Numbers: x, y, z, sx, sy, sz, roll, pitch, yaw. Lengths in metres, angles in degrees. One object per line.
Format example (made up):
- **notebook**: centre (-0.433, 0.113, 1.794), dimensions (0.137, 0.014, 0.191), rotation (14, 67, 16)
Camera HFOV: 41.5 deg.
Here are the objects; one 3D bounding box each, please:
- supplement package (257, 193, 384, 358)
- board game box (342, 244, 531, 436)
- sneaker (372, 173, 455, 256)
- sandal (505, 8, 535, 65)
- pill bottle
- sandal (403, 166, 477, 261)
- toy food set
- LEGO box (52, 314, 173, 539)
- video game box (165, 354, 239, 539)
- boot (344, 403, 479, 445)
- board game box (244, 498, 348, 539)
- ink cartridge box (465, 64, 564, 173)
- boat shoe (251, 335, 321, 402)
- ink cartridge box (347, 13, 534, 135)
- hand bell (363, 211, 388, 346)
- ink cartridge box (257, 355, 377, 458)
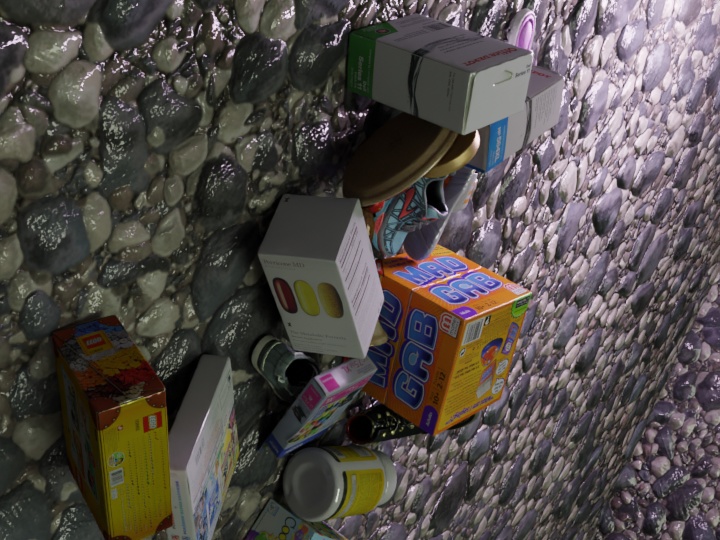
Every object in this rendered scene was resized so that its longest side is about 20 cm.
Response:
- **supplement package**: centre (-0.048, 0.009, 1.265), dimensions (0.201, 0.112, 0.111), rotation (74, 28, -47)
- **board game box**: centre (0.118, 0.102, 1.513), dimensions (0.199, 0.198, 0.203), rotation (-16, 126, -49)
- **sneaker**: centre (0.078, -0.091, 1.392), dimensions (0.079, 0.095, 0.202), rotation (-32, 151, -47)
- **sandal**: centre (0.265, -0.323, 1.550), dimensions (0.082, 0.049, 0.205), rotation (-39, 141, -31)
- **pill bottle**: centre (-0.028, 0.347, 1.564), dimensions (0.199, 0.114, 0.116), rotation (14, 102, -56)
- **sandal**: centre (0.130, -0.113, 1.496), dimensions (0.059, 0.079, 0.209), rotation (-3, 124, -55)
- **toy food set**: centre (0.060, -0.153, 1.265), dimensions (0.199, 0.199, 0.049), rotation (-37, 117, 8)
- **LEGO box**: centre (-0.274, 0.179, 1.052), dimensions (0.076, 0.149, 0.203), rotation (-16, 128, -29)
- **video game box**: centre (-0.204, 0.242, 1.217), dimensions (0.201, 0.046, 0.184), rotation (-76, 167, -53)
- **boot**: centre (0.086, 0.250, 1.601), dimensions (0.153, 0.202, 0.075), rotation (-10, 87, -46)
- **board game box**: centre (-0.096, 0.465, 1.563), dimensions (0.106, 0.102, 0.200), rotation (-56, 147, -8)
- **ink cartridge box**: centre (0.190, -0.240, 1.414), dimensions (0.199, 0.145, 0.085), rotation (-33, 137, -37)
- **boat shoe**: centre (-0.090, 0.158, 1.386), dimensions (0.073, 0.061, 0.200), rotation (-58, 149, -12)
- **ink cartridge box**: centre (0.102, -0.258, 1.228), dimensions (0.146, 0.199, 0.084), rotation (-26, 132, -42)
- **hand bell**: centre (0.000, 0.000, 1.398), dimensions (0.103, 0.103, 0.203), rotation (-10, 110, -51)
- **ink cartridge box**: centre (-0.065, 0.209, 1.409), dimensions (0.119, 0.042, 0.200), rotation (-21, 157, -47)
